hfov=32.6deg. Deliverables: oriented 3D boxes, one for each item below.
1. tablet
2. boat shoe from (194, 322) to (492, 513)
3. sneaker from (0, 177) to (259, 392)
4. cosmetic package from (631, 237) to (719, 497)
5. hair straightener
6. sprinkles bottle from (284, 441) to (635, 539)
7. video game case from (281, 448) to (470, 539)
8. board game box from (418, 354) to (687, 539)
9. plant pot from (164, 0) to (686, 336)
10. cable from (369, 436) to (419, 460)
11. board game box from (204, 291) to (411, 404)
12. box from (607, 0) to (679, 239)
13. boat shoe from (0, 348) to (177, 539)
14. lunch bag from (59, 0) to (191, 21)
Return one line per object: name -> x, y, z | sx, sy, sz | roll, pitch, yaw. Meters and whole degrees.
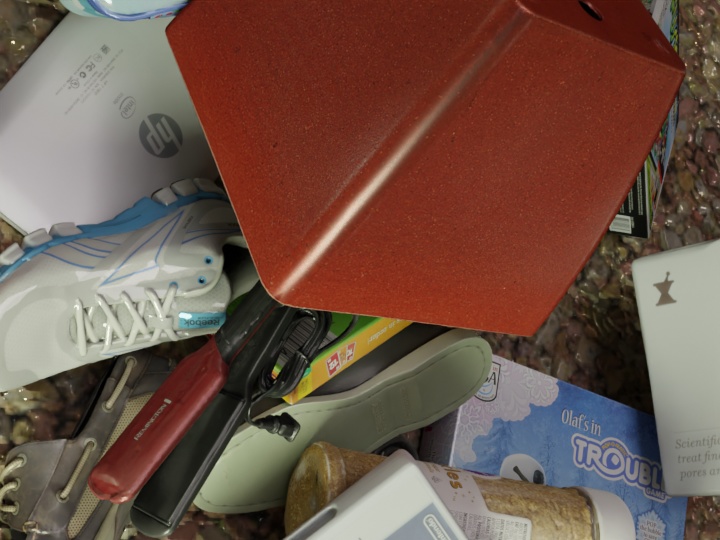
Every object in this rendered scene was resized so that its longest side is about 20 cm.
tablet -> -0.138, -0.092, 0.735 | 0.130, 0.014, 0.200 | 41, 62, -16
boat shoe -> -0.019, 0.078, 0.736 | 0.201, 0.061, 0.072 | -23, 131, -21
sneaker -> -0.116, 0.012, 0.651 | 0.200, 0.087, 0.075 | -33, 140, -41
cosmetic package -> 0.313, 0.061, 0.843 | 0.200, 0.165, 0.165 | 5, 75, -49
hair straightener -> -0.058, 0.054, 0.646 | 0.200, 0.041, 0.077 | -57, 134, -26
sprinkles bottle -> 0.059, 0.147, 0.710 | 0.200, 0.068, 0.068 | 13, 71, -21
video game case -> 0.002, 0.222, 0.661 | 0.182, 0.023, 0.200 | -37, 116, -7
board game box -> 0.123, 0.174, 0.805 | 0.200, 0.043, 0.199 | 21, 67, -25
plant pot -> 0.047, -0.103, 0.652 | 0.200, 0.176, 0.200 | 9, 46, -42
cable -> -0.013, 0.185, 0.716 | 0.200, 0.050, 0.097 | -42, 102, -30
board game box -> 0.000, 0.000, 0.753 | 0.200, 0.030, 0.095 | -34, 51, -30
box -> 0.191, -0.119, 0.846 | 0.035, 0.200, 0.110 | 11, 65, 20
boat shoe -> -0.156, 0.120, 0.644 | 0.073, 0.074, 0.200 | 40, 52, -6
lunch bag -> -0.090, -0.232, 0.711 | 0.200, 0.082, 0.161 | -13, 105, -25
